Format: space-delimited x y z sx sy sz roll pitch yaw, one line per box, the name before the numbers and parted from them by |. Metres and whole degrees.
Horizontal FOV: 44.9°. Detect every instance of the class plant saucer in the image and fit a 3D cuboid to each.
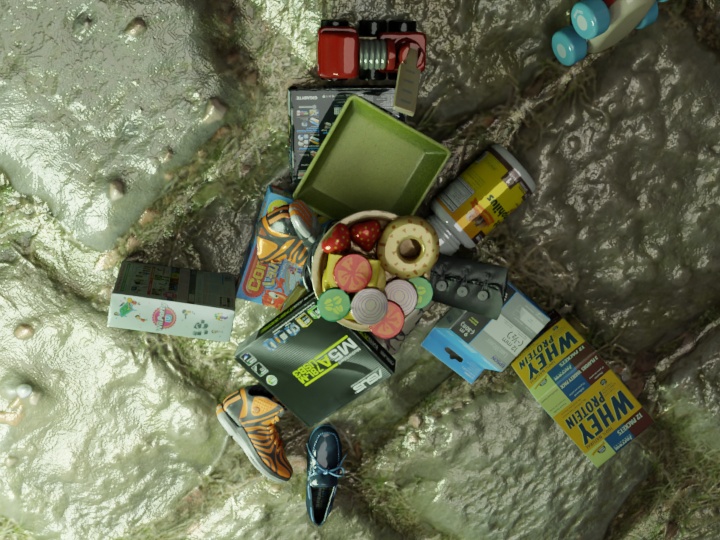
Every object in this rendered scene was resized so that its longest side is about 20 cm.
plant saucer | 0.015 -0.164 1.445 0.199 0.048 0.201 26 106 -19

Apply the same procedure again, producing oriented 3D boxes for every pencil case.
pencil case | 0.094 0.057 1.575 0.078 0.089 0.200 41 99 9

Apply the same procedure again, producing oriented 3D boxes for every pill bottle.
pill bottle | 0.199 -0.116 1.513 0.200 0.109 0.109 -43 110 7

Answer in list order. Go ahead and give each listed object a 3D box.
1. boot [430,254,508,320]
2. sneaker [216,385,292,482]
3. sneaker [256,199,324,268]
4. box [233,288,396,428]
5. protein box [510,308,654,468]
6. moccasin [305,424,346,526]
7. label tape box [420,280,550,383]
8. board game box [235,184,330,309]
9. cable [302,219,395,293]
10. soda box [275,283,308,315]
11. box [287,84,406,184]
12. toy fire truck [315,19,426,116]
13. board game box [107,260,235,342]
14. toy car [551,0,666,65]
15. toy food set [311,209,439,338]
boot | 0.144 0.052 1.497 0.198 0.066 0.166 11 108 -5
sneaker | -0.165 0.296 1.606 0.112 0.078 0.200 -36 111 5
sneaker | -0.103 -0.030 1.461 0.111 0.078 0.200 -19 127 21
box | -0.076 0.147 1.451 0.199 0.048 0.193 -35 108 24
protein box | 0.398 0.214 1.610 0.135 0.200 0.199 -41 110 6
moccasin | -0.064 0.397 1.670 0.080 0.068 0.202 -2 109 -8
label tape box | 0.232 0.113 1.622 0.143 0.066 0.200 38 98 -19
board game box | -0.098 -0.024 1.526 0.194 0.056 0.201 16 106 -14
cable | -0.014 0.006 1.419 0.162 0.051 0.201 -25 116 13
soda box | -0.048 0.113 1.505 0.200 0.064 0.068 41 83 -17
box | -0.021 -0.230 1.472 0.198 0.046 0.160 -3 109 -8
toy fire truck | 0.024 -0.321 1.365 0.174 0.200 0.130 -2 109 -9
board game box | -0.314 0.050 1.469 0.198 0.148 0.065 9 110 -12
toy car | 0.380 -0.476 1.418 0.183 0.177 0.201 -28 82 -12
toy food set | 0.022 0.006 1.358 0.198 0.049 0.200 6 101 -14
